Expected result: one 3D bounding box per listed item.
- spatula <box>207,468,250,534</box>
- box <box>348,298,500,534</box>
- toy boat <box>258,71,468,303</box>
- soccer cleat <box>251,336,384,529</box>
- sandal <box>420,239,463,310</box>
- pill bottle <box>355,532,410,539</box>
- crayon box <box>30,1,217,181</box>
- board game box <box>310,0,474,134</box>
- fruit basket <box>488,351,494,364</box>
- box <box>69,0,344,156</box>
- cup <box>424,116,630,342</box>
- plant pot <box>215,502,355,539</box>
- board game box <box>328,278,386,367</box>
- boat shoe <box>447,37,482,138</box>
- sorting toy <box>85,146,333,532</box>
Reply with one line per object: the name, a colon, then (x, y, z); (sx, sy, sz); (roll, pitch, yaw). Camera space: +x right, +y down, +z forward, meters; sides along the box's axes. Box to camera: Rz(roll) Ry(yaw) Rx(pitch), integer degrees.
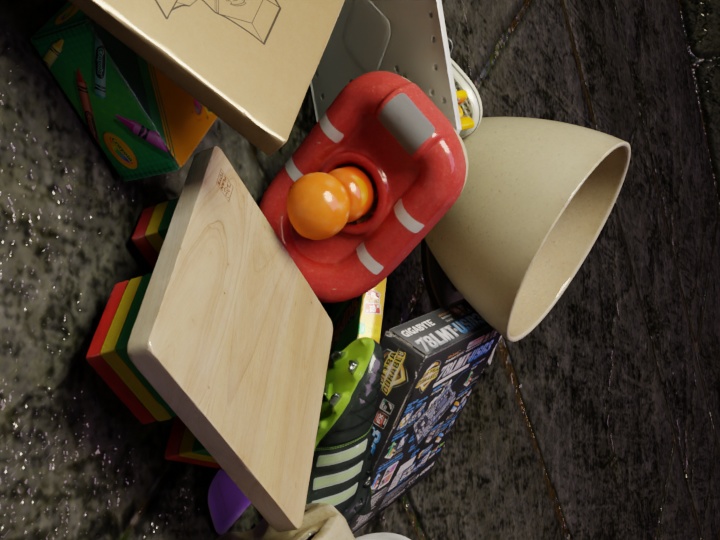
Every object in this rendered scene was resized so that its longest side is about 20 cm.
spatula: (-0.075, 0.128, 0.857); (0.201, 0.020, 0.057); (-62, 149, -49)
box: (0.047, 0.129, 0.950); (0.199, 0.049, 0.200); (-19, 135, -60)
toy boat: (-0.016, -0.058, 0.829); (0.131, 0.200, 0.130); (48, 31, 11)
soccer cleat: (-0.019, 0.152, 0.844); (0.080, 0.067, 0.202); (23, 92, -27)
sandal: (0.104, -0.043, 1.043); (0.081, 0.054, 0.203); (22, 73, -57)
pill bottle: (0.033, 0.346, 0.927); (0.109, 0.108, 0.202); (-52, 130, -52)
crayon box: (-0.140, -0.175, 0.756); (0.119, 0.058, 0.201); (61, 36, -33)
board game box: (0.014, -0.208, 0.908); (0.026, 0.199, 0.203); (-14, 98, -34)
fruit basket: (0.159, -0.007, 1.242); (0.200, 0.093, 0.187); (-35, 116, -62)
box: (-0.106, -0.193, 0.676); (0.199, 0.021, 0.165); (37, 50, -24)
cup: (0.130, -0.058, 0.936); (0.200, 0.143, 0.201); (-47, 156, -27)
plant pot: (-0.041, 0.279, 0.743); (0.200, 0.199, 0.185); (-30, 100, -59)
board game box: (0.000, 0.000, 0.955); (0.030, 0.096, 0.202); (16, 66, -14)
boat shoe: (0.051, -0.185, 0.940); (0.062, 0.200, 0.075); (-11, 129, -34)
sorting toy: (-0.103, 0.054, 0.747); (0.201, 0.069, 0.200); (-82, 149, -47)
